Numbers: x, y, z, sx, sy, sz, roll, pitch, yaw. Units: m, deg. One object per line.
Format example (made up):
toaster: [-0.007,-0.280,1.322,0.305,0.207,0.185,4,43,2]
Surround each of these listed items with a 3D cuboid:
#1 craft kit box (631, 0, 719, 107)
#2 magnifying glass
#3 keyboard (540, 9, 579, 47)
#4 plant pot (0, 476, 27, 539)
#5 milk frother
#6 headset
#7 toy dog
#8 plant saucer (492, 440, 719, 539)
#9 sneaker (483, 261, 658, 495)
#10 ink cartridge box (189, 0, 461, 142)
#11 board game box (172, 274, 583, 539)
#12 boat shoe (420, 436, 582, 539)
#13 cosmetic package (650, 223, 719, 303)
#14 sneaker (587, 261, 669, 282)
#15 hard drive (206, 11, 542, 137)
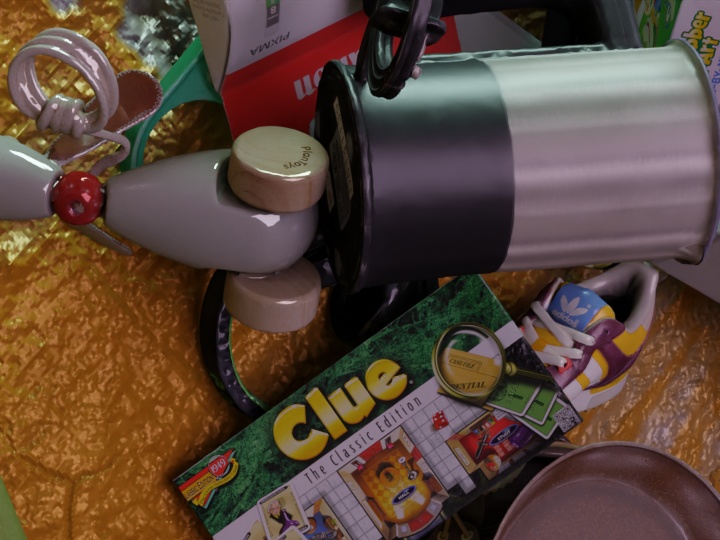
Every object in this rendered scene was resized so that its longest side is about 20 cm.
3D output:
craft kit box: [0.179,-0.184,1.224,0.048,0.198,0.201,3,47,-4]
magnifying glass: [-0.072,-0.113,1.165,0.079,0.022,0.201,12,98,-29]
keyboard: [0.140,-0.194,1.273,0.104,0.039,0.201,-29,129,-64]
plant pot: [-0.223,0.153,1.013,0.200,0.200,0.190,-44,127,-26]
milk frother: [0.083,-0.085,1.075,0.187,0.200,0.181,-5,90,-12]
headset: [0.000,0.000,1.202,0.123,0.094,0.200,38,80,-29]
toy dog: [-0.099,-0.048,1.115,0.199,0.132,0.096,30,29,-7]
plant saucer: [0.137,0.194,1.194,0.199,0.032,0.201,6,79,-32]
sneaker: [0.098,0.051,1.251,0.200,0.075,0.090,-33,151,-47]
ink cartridge box: [-0.009,-0.149,1.154,0.161,0.050,0.201,-29,118,-26]
board game box: [0.009,0.096,1.178,0.200,0.023,0.105,-36,85,0]
boat shoe: [0.055,0.130,1.262,0.199,0.059,0.072,-4,92,-35]
cosmetic package: [0.276,-0.011,1.310,0.200,0.071,0.102,29,63,-24]
sneaker: [0.120,-0.037,1.297,0.076,0.075,0.200,-44,139,9]
hard drive: [0.008,-0.121,1.249,0.200,0.026,0.132,32,73,-31]
